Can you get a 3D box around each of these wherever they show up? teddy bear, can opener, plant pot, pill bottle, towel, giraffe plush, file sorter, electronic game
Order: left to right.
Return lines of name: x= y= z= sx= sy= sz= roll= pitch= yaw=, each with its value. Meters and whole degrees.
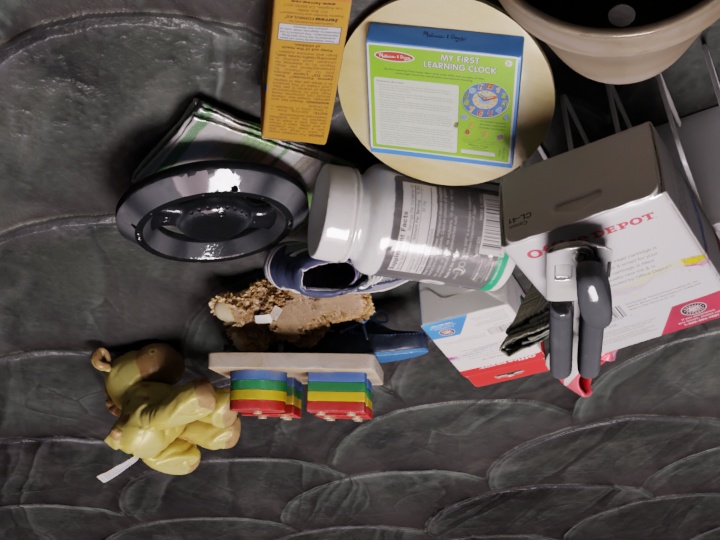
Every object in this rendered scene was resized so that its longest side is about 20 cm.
giraffe plush: x=-0.276 y=0.170 z=1.371 sx=0.199 sy=0.163 sz=0.173 roll=-19 pitch=143 yaw=-14
electronic game: x=-0.152 y=-0.059 z=1.064 sx=0.199 sy=0.042 sz=0.200 roll=-8 pitch=157 yaw=-3
towel: x=-0.117 y=-0.102 z=1.068 sx=0.199 sy=0.031 sz=0.149 roll=17 pitch=145 yaw=-33
teddy bear: x=-0.083 y=0.039 z=1.243 sx=0.199 sy=0.067 sz=0.145 roll=-32 pitch=115 yaw=22
pill bottle: x=0.053 y=-0.046 z=1.039 sx=0.199 sy=0.114 sz=0.113 roll=8 pitch=146 yaw=-13
can opener: x=0.187 y=0.047 z=0.884 sx=0.053 sy=0.067 sz=0.200 roll=-2 pitch=143 yaw=9
towel: x=0.249 y=0.001 z=1.129 sx=0.192 sy=0.200 sz=0.035 roll=-29 pitch=105 yaw=37
plant pot: x=0.193 y=-0.228 z=0.767 sx=0.199 sy=0.201 sz=0.174 roll=-10 pitch=164 yaw=11
file sorter: x=0.262 y=-0.109 z=0.984 sx=0.199 sy=0.139 sz=0.125 roll=-17 pitch=142 yaw=21

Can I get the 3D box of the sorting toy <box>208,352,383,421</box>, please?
sorting toy: x=-0.075 y=0.150 z=1.287 sx=0.197 sy=0.070 sz=0.200 roll=0 pitch=169 yaw=5

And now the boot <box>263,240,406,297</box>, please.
boot: x=0.000 y=0.000 z=1.129 sx=0.199 sy=0.073 sz=0.090 roll=-7 pitch=-165 yaw=-27

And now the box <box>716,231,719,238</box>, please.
box: x=0.487 y=-0.064 z=1.109 sx=0.124 sy=0.098 sz=0.200 roll=11 pitch=144 yaw=-22

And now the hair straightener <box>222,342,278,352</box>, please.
hair straightener: x=-0.146 y=0.098 z=1.374 sx=0.076 sy=0.041 sz=0.200 roll=-2 pitch=152 yaw=-1

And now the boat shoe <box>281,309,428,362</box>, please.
boat shoe: x=-0.012 y=0.081 z=1.295 sx=0.199 sy=0.069 sz=0.084 roll=-3 pitch=168 yaw=19

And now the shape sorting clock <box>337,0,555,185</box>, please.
shape sorting clock: x=0.077 y=-0.162 z=0.933 sx=0.199 sy=0.039 sz=0.201 roll=10 pitch=137 yaw=9

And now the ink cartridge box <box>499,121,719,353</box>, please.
ink cartridge box: x=0.232 y=-0.021 z=0.916 sx=0.147 sy=0.086 sz=0.200 roll=-19 pitch=137 yaw=26

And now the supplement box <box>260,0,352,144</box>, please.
supplement box: x=-0.049 y=-0.196 z=0.883 sx=0.068 sy=0.067 sz=0.200 roll=1 pitch=147 yaw=-7

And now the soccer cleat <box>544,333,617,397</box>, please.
soccer cleat: x=0.307 y=0.069 z=1.281 sx=0.068 sy=0.073 sz=0.201 roll=-5 pitch=134 yaw=-43

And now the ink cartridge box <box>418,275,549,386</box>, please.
ink cartridge box: x=0.164 y=0.074 z=1.326 sx=0.116 sy=0.068 sz=0.200 roll=-15 pitch=146 yaw=19
